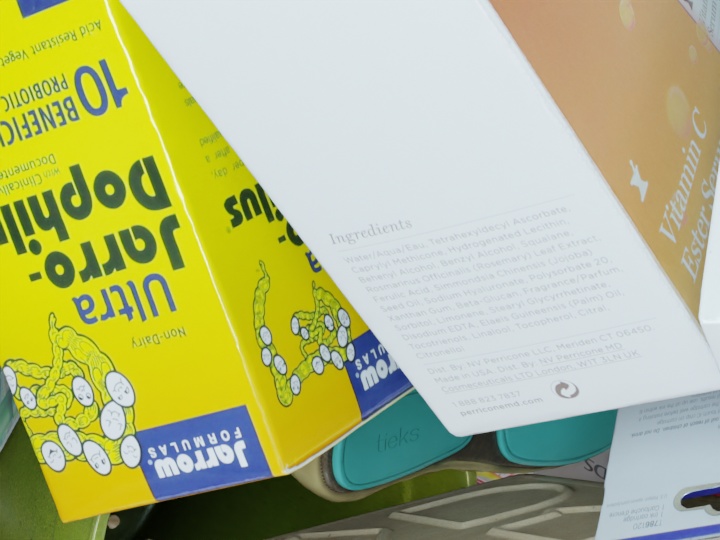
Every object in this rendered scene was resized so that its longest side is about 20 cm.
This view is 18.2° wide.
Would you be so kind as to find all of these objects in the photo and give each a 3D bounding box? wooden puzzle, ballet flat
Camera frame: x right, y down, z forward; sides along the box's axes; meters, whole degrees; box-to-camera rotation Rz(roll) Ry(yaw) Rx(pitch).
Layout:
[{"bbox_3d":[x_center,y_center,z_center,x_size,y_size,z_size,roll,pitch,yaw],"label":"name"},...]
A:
[{"bbox_3d":[0.039,0.114,0.837,0.199,0.047,0.185,-6,-178,-25],"label":"wooden puzzle"},{"bbox_3d":[0.037,0.050,0.924,0.200,0.069,0.063,-3,-166,-44],"label":"ballet flat"}]

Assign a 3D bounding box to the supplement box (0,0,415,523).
[{"bbox_3d":[-0.071,-0.030,0.785,0.109,0.109,0.201,-16,99,36],"label":"supplement box"}]

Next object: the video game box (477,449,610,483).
[{"bbox_3d":[0.064,0.129,1.125,0.200,0.047,0.182,30,146,-25],"label":"video game box"}]

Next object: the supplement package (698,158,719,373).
[{"bbox_3d":[0.199,-0.039,0.676,0.155,0.201,0.111,-2,145,23],"label":"supplement package"}]

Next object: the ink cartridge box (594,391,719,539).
[{"bbox_3d":[0.144,0.016,0.780,0.099,0.201,0.039,-13,136,37],"label":"ink cartridge box"}]

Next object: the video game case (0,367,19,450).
[{"bbox_3d":[-0.142,0.022,0.897,0.017,0.200,0.143,22,148,5],"label":"video game case"}]

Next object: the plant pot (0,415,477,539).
[{"bbox_3d":[-0.086,0.101,1.000,0.193,0.201,0.200,15,159,50],"label":"plant pot"}]

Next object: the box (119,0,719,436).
[{"bbox_3d":[0.042,-0.074,0.700,0.106,0.153,0.200,-12,130,34],"label":"box"}]
